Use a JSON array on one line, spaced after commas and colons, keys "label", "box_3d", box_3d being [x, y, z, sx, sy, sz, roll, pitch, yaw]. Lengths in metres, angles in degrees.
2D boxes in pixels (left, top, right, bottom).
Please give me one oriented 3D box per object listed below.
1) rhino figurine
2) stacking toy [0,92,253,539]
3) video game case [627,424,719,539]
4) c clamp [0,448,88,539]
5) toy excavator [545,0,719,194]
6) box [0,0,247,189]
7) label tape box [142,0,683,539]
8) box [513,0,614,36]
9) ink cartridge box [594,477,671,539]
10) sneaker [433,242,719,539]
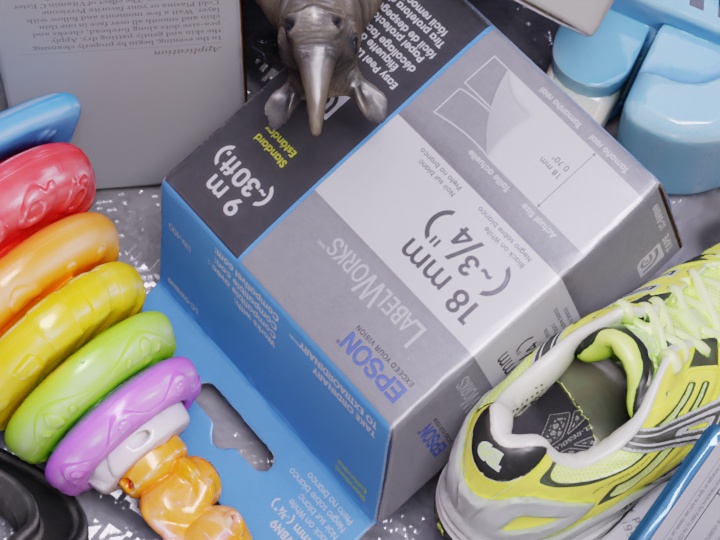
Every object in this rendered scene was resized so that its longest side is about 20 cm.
[{"label": "rhino figurine", "box_3d": [-0.015, -0.123, 0.856, 0.059, 0.088, 0.201, -1, 49, -2]}, {"label": "stacking toy", "box_3d": [-0.103, 0.042, 0.870, 0.200, 0.116, 0.110, 49, 42, 9]}, {"label": "video game case", "box_3d": [0.159, 0.167, 0.787, 0.200, 0.018, 0.143, 36, 89, -2]}, {"label": "c clamp", "box_3d": [-0.200, 0.077, 0.837, 0.199, 0.171, 0.027, 22, 106, 2]}, {"label": "toy excavator", "box_3d": [0.103, -0.072, 0.962, 0.194, 0.100, 0.201, 23, 71, 9]}, {"label": "box", "box_3d": [-0.096, -0.135, 0.907, 0.097, 0.200, 0.125, -3, 62, -3]}, {"label": "label tape box", "box_3d": [0.000, 0.000, 0.881, 0.200, 0.063, 0.144, -43, 64, -3]}, {"label": "box", "box_3d": [0.042, -0.164, 0.938, 0.068, 0.200, 0.082, 25, 99, -30]}, {"label": "ink cartridge box", "box_3d": [0.155, 0.073, 0.906, 0.199, 0.050, 0.109, -17, 65, -13]}, {"label": "sneaker", "box_3d": [0.115, 0.038, 0.850, 0.200, 0.077, 0.075, -37, 69, -23]}]
